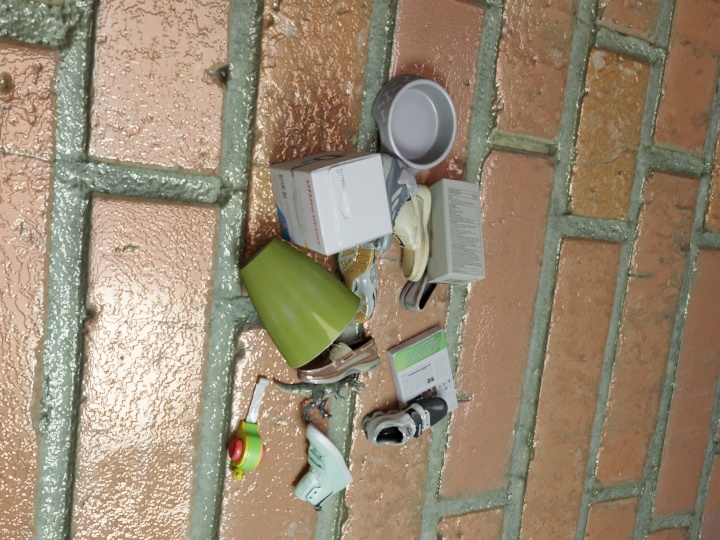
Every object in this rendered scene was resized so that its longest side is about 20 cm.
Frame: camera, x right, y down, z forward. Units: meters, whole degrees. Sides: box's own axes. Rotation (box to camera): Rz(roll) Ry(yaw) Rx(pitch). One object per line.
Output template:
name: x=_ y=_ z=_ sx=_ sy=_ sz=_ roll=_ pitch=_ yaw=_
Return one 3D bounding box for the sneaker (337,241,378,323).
sneaker: x=0.000 y=0.000 z=1.414 sx=0.087 sy=0.074 sz=0.206 roll=-30 pitch=126 yaw=-68

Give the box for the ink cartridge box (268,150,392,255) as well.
ink cartridge box: x=-0.058 y=-0.132 z=1.278 sx=0.143 sy=0.199 sz=0.151 roll=-18 pitch=109 yaw=-25

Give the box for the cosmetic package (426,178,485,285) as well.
cosmetic package: x=0.196 y=-0.079 z=1.464 sx=0.101 sy=0.087 sz=0.206 roll=6 pitch=76 yaw=-27

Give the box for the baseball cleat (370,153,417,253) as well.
baseball cleat: x=0.068 y=-0.130 z=1.352 sx=0.104 sy=0.069 sz=0.206 roll=7 pitch=76 yaw=-27

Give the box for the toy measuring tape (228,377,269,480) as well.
toy measuring tape: x=-0.209 y=0.316 z=1.353 sx=0.072 sy=0.073 sz=0.205 roll=18 pitch=91 yaw=-31

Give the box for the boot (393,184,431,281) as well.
boot: x=0.069 y=-0.081 z=1.436 sx=0.152 sy=0.072 sz=0.206 roll=1 pitch=97 yaw=-31

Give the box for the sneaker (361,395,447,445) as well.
sneaker: x=0.106 y=0.337 z=1.498 sx=0.195 sy=0.089 sz=0.076 roll=-18 pitch=107 yaw=-8

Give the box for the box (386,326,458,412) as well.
box: x=0.142 y=0.247 z=1.565 sx=0.142 sy=0.036 sz=0.205 roll=-22 pitch=111 yaw=-25

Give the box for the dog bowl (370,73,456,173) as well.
dog bowl: x=0.116 y=-0.301 z=1.430 sx=0.196 sy=0.058 sz=0.206 roll=-6 pitch=102 yaw=-30

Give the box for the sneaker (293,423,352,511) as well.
sneaker: x=-0.093 y=0.410 z=1.421 sx=0.117 sy=0.073 sz=0.203 roll=-37 pitch=130 yaw=-18

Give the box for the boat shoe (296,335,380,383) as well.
boat shoe: x=-0.047 y=0.180 z=1.424 sx=0.196 sy=0.075 sz=0.074 roll=-12 pitch=102 yaw=-37

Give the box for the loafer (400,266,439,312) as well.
loafer: x=0.163 y=0.006 z=1.513 sx=0.072 sy=0.062 sz=0.202 roll=38 pitch=80 yaw=-30

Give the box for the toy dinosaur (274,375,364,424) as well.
toy dinosaur: x=-0.088 y=0.265 z=1.432 sx=0.195 sy=0.047 sz=0.091 roll=0 pitch=96 yaw=-25

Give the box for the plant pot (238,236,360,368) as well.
plant pot: x=-0.130 y=0.043 z=1.301 sx=0.187 sy=0.187 sz=0.201 roll=-45 pitch=102 yaw=-15
